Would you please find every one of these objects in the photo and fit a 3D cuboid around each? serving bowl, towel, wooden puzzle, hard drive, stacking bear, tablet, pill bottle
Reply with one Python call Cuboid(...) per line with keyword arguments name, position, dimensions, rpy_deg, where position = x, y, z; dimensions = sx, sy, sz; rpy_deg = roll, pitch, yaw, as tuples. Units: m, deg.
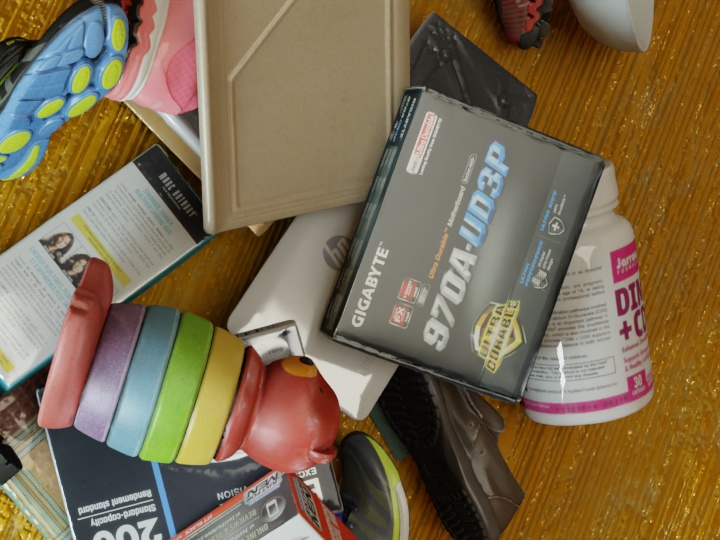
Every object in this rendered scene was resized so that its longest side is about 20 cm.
Cuboid(name="serving bowl", position=(0.200, -0.279, 1.366), dimensions=(0.066, 0.200, 0.201), rpy_deg=(-2, 89, 18))
Cuboid(name="towel", position=(-0.186, 0.149, 1.238), dimensions=(0.147, 0.022, 0.200), rpy_deg=(-43, 105, -20))
Cuboid(name="wooden puzzle", position=(-0.041, -0.133, 1.193), dimensions=(0.200, 0.037, 0.185), rpy_deg=(-16, 114, -37))
Cuboid(name="hard drive", position=(0.053, -0.094, 1.338), dimensions=(0.135, 0.042, 0.200), rpy_deg=(35, 69, -21))
Cuboid(name="stacking bear", position=(-0.110, 0.082, 1.129), dimensions=(0.200, 0.121, 0.114), rpy_deg=(17, 105, -7))
Cuboid(name="tablet", position=(0.000, 0.000, 1.263), dimensions=(0.130, 0.014, 0.200), rpy_deg=(35, 71, -8))
Cuboid(name="pill bottle", position=(0.173, 0.016, 1.343), dimensions=(0.113, 0.113, 0.200), rpy_deg=(-16, 104, -24))

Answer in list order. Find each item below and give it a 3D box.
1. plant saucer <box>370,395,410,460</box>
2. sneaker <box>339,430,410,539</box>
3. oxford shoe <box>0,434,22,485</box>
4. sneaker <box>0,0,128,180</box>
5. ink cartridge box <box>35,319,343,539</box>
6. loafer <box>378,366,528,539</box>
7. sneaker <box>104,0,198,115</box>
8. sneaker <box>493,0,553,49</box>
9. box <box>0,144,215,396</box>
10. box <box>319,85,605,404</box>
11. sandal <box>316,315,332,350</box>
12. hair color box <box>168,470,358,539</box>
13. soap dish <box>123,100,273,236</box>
Cuboid(name="plant saucer", position=(0.011, 0.054, 1.335), dimensions=(0.070, 0.019, 0.200), rpy_deg=(-35, 102, -22))
Cuboid(name="sneaker", position=(-0.012, 0.226, 1.284), dimensions=(0.081, 0.074, 0.201), rpy_deg=(2, 91, -24))
Cuboid(name="oxford shoe", position=(-0.335, 0.095, 1.145), dimensions=(0.084, 0.073, 0.200), rpy_deg=(-42, 97, -1))
Cuboid(name="sneaker", position=(-0.229, -0.134, 1.138), dimensions=(0.071, 0.200, 0.083), rpy_deg=(-5, 70, -40))
Cuboid(name="ink cartridge box", position=(-0.118, 0.156, 1.204), dimensions=(0.198, 0.043, 0.200), rpy_deg=(-15, 94, -5))
Cuboid(name="loafer", position=(0.073, 0.123, 1.321), dimensions=(0.071, 0.073, 0.200), rpy_deg=(-29, 103, -36))
Cuboid(name="sneaker", position=(-0.125, -0.205, 1.174), dimensions=(0.087, 0.074, 0.201), rpy_deg=(24, 82, -36))
Cuboid(name="sneaker", position=(0.110, -0.279, 1.364), dimensions=(0.098, 0.071, 0.201), rpy_deg=(-6, 112, 6))
Cuboid(name="box", position=(-0.206, -0.001, 1.210), dimensions=(0.200, 0.049, 0.082), rpy_deg=(-38, 91, -21))
Cuboid(name="box", position=(0.077, -0.019, 1.235), dimensions=(0.159, 0.046, 0.200), rpy_deg=(20, 90, -16))
Cuboid(name="sandal", position=(-0.051, 0.116, 1.274), dimensions=(0.054, 0.082, 0.201), rpy_deg=(2, 88, -8))
Cuboid(name="hair color box", position=(-0.038, 0.244, 1.194), dimensions=(0.111, 0.064, 0.200), rpy_deg=(-34, 123, 8))
Cuboid(name="soap dish", position=(-0.102, -0.149, 1.253), dimensions=(0.200, 0.081, 0.157), rpy_deg=(46, 71, -16))
